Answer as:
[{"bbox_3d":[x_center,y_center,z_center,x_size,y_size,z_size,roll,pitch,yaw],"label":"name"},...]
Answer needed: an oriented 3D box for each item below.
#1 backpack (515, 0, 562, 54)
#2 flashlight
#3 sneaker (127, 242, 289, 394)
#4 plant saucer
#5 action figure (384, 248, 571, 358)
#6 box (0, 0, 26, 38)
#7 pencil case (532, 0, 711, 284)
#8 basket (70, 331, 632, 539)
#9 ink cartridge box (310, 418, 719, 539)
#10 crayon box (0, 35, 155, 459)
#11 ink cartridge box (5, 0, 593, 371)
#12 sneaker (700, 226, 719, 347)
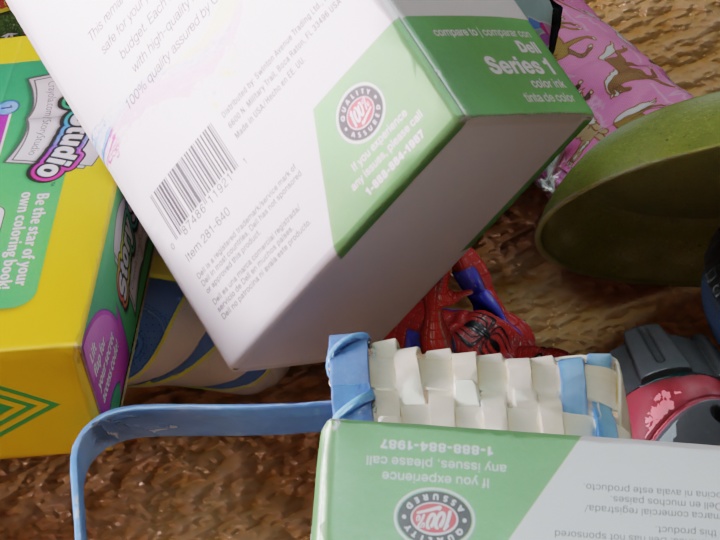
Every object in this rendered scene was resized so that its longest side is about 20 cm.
[{"bbox_3d":[-0.017,-0.103,1.199,0.126,0.168,0.200,13,12,-43],"label":"backpack"},{"bbox_3d":[0.133,0.103,1.013,0.068,0.068,0.200,16,29,-30],"label":"flashlight"},{"bbox_3d":[-0.127,0.035,1.154,0.199,0.076,0.105,15,57,33],"label":"sneaker"},{"bbox_3d":[0.164,-0.036,1.094,0.199,0.200,0.031,-5,74,3],"label":"plant saucer"},{"bbox_3d":[0.000,0.000,1.148,0.199,0.099,0.065,19,45,27],"label":"action figure"},{"bbox_3d":[-0.218,-0.078,1.251,0.199,0.137,0.038,-15,37,-10],"label":"box"},{"bbox_3d":[0.084,-0.075,1.242,0.083,0.087,0.200,-42,41,4],"label":"pencil case"},{"bbox_3d":[-0.001,0.112,0.954,0.199,0.140,0.177,-2,49,1],"label":"basket"},{"bbox_3d":[0.052,0.153,0.806,0.144,0.088,0.201,4,61,-3],"label":"ink cartridge box"},{"bbox_3d":[-0.168,-0.009,1.102,0.171,0.059,0.201,-4,39,9],"label":"crayon box"},{"bbox_3d":[-0.031,-0.087,1.057,0.084,0.145,0.200,-5,56,-50],"label":"ink cartridge box"},{"bbox_3d":[0.199,0.062,1.058,0.066,0.079,0.200,-35,62,-7],"label":"sneaker"}]
